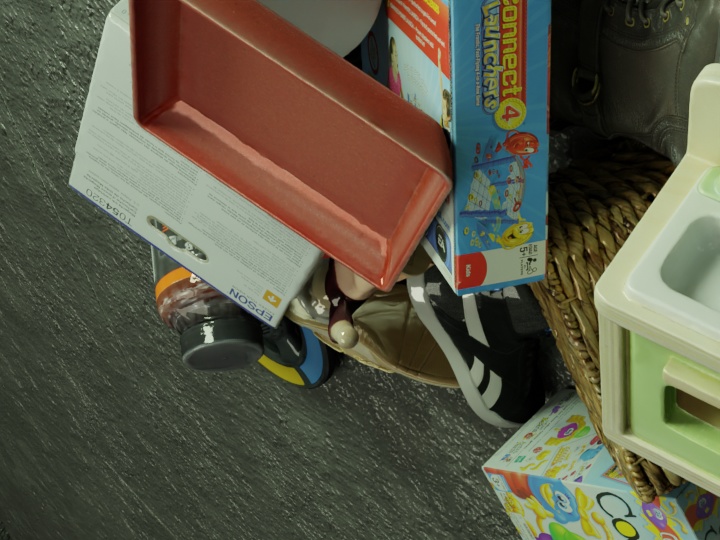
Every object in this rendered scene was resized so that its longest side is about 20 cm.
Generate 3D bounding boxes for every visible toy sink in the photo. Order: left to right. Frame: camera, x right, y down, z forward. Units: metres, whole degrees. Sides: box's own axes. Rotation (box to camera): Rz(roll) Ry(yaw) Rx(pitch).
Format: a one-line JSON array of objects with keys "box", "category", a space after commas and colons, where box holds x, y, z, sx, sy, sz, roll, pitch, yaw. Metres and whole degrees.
[{"box": [0.193, 0.024, 0.626, 0.130, 0.112, 0.201, 26, 152, 27], "category": "toy sink"}]

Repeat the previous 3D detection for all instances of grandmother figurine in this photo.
[{"box": [0.000, 0.000, 0.945, 0.060, 0.122, 0.200, 23, 161, -11], "category": "grandmother figurine"}]

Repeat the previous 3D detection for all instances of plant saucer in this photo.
[{"box": [-0.041, -0.082, 0.743, 0.199, 0.037, 0.200, 34, 160, 3], "category": "plant saucer"}]

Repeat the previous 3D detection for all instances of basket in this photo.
[{"box": [0.193, 0.016, 0.828, 0.201, 0.148, 0.143, 62, -177, -19], "category": "basket"}]

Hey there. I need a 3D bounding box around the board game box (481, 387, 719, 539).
[{"box": [0.203, 0.160, 0.935, 0.200, 0.105, 0.103, -3, 122, 58], "category": "board game box"}]

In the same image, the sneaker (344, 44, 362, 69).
[{"box": [-0.028, -0.186, 0.913, 0.086, 0.077, 0.200, 58, 150, 3], "category": "sneaker"}]

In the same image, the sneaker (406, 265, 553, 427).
[{"box": [0.124, 0.052, 0.965, 0.111, 0.073, 0.200, -9, 139, 30], "category": "sneaker"}]

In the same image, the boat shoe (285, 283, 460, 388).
[{"box": [0.026, 0.050, 1.116, 0.199, 0.074, 0.069, 23, 170, 24], "category": "boat shoe"}]

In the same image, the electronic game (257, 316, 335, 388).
[{"box": [-0.099, 0.035, 1.307, 0.200, 0.042, 0.201, 37, 149, 27], "category": "electronic game"}]

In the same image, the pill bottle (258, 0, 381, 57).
[{"box": [-0.067, -0.197, 0.813, 0.200, 0.113, 0.114, 45, 158, 56], "category": "pill bottle"}]

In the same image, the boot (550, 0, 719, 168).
[{"box": [0.154, -0.139, 0.702, 0.174, 0.069, 0.201, 40, 139, 44], "category": "boot"}]

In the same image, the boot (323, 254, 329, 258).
[{"box": [0.028, -0.031, 1.014, 0.144, 0.072, 0.201, 39, 146, 19], "category": "boot"}]

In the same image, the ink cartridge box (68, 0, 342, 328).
[{"box": [-0.104, -0.071, 0.907, 0.196, 0.043, 0.200, 35, 146, 1], "category": "ink cartridge box"}]

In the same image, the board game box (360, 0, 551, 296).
[{"box": [0.049, -0.119, 0.754, 0.200, 0.055, 0.197, -119, 23, -60], "category": "board game box"}]

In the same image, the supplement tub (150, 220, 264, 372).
[{"box": [-0.129, -0.017, 1.132, 0.107, 0.106, 0.201, 119, 144, -60], "category": "supplement tub"}]
